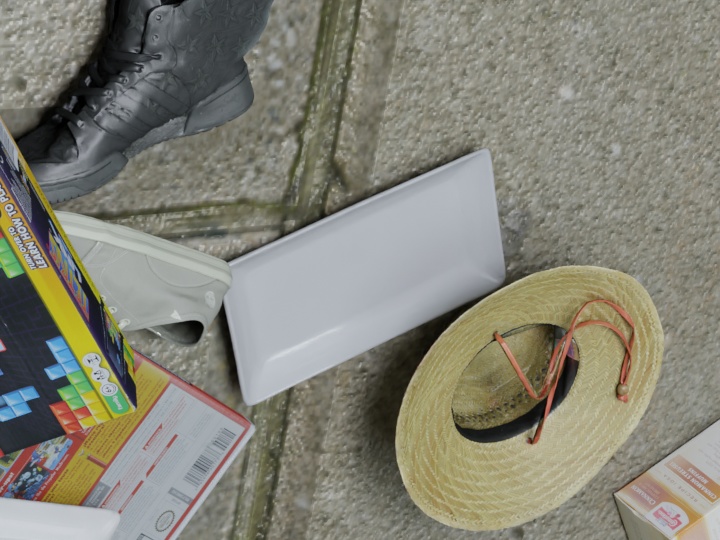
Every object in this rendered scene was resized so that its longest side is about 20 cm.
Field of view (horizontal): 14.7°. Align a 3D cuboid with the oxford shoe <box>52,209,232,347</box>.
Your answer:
[{"bbox_3d":[-0.154,0.003,1.604,0.200,0.075,0.058,18,77,-43],"label":"oxford shoe"}]

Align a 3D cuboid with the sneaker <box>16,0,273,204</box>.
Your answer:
[{"bbox_3d":[-0.126,-0.120,1.573,0.199,0.060,0.104,-27,126,-25],"label":"sneaker"}]

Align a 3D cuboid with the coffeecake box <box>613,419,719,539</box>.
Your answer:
[{"bbox_3d":[0.297,0.176,2.020,0.200,0.073,0.154,-33,129,-16],"label":"coffeecake box"}]

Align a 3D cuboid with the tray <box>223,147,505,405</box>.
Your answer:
[{"bbox_3d":[0.000,0.000,1.749,0.200,0.022,0.108,-25,126,-22],"label":"tray"}]

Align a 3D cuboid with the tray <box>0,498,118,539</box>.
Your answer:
[{"bbox_3d":[-0.244,0.181,1.653,0.200,0.022,0.108,10,119,-35],"label":"tray"}]

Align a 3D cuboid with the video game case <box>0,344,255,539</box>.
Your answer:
[{"bbox_3d":[-0.171,0.110,1.693,0.200,0.017,0.143,35,92,-42],"label":"video game case"}]

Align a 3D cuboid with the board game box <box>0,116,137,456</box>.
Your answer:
[{"bbox_3d":[-0.236,0.020,1.528,0.165,0.057,0.200,-20,129,8],"label":"board game box"}]

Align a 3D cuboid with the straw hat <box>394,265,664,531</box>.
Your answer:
[{"bbox_3d":[0.091,0.064,1.805,0.201,0.085,0.202,-16,125,-24],"label":"straw hat"}]
